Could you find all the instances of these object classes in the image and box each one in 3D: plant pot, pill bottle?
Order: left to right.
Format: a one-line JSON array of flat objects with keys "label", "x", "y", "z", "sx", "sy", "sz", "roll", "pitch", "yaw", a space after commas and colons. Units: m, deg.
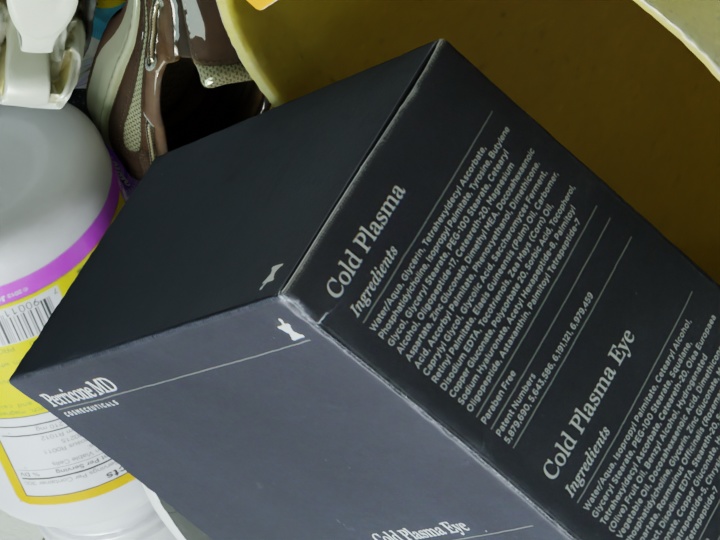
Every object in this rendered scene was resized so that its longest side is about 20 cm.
[{"label": "pill bottle", "x": -0.124, "y": 0.032, "z": 1.203, "sx": 0.104, "sy": 0.104, "sz": 0.200, "roll": 15, "pitch": 142, "yaw": 32}, {"label": "plant pot", "x": 0.075, "y": -0.102, "z": 0.940, "sx": 0.200, "sy": 0.142, "sz": 0.200, "roll": 26, "pitch": 154, "yaw": 14}]

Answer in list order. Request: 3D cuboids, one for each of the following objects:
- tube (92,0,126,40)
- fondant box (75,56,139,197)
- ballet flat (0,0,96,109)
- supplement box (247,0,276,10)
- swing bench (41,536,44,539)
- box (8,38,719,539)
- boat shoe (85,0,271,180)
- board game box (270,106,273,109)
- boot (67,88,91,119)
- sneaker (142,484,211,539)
[{"label": "tube", "x": -0.124, "y": -0.146, "z": 1.149, "sx": 0.077, "sy": 0.050, "sz": 0.200, "roll": 30, "pitch": 161, "yaw": 19}, {"label": "fondant box", "x": -0.112, "y": -0.020, "z": 1.362, "sx": 0.200, "sy": 0.058, "sz": 0.144, "roll": -13, "pitch": 113, "yaw": 55}, {"label": "ballet flat", "x": -0.127, "y": -0.103, "z": 1.101, "sx": 0.068, "sy": 0.069, "sz": 0.200, "roll": 0, "pitch": 156, "yaw": -10}, {"label": "supplement box", "x": -0.010, "y": -0.189, "z": 0.808, "sx": 0.126, "sy": 0.200, "sz": 0.074, "roll": 39, "pitch": 157, "yaw": -14}, {"label": "swing bench", "x": -0.077, "y": 0.139, "z": 1.489, "sx": 0.200, "sy": 0.199, "sz": 0.130, "roll": 26, "pitch": 155, "yaw": 14}, {"label": "box", "x": 0.017, "y": 0.038, "z": 0.971, "sx": 0.182, "sy": 0.104, "sz": 0.200, "roll": 40, "pitch": 154, "yaw": -19}, {"label": "boat shoe", "x": -0.048, "y": -0.100, "z": 1.102, "sx": 0.075, "sy": 0.075, "sz": 0.202, "roll": 60, "pitch": 152, "yaw": 31}, {"label": "board game box", "x": 0.015, "y": -0.004, "z": 1.307, "sx": 0.158, "sy": 0.039, "sz": 0.200, "roll": 23, "pitch": 153, "yaw": 18}, {"label": "boot", "x": -0.181, "y": -0.008, "z": 1.280, "sx": 0.131, "sy": 0.070, "sz": 0.200, "roll": 3, "pitch": 131, "yaw": -6}, {"label": "sneaker", "x": -0.041, "y": 0.069, "z": 1.143, "sx": 0.099, "sy": 0.071, "sz": 0.200, "roll": 47, "pitch": 156, "yaw": 49}]
